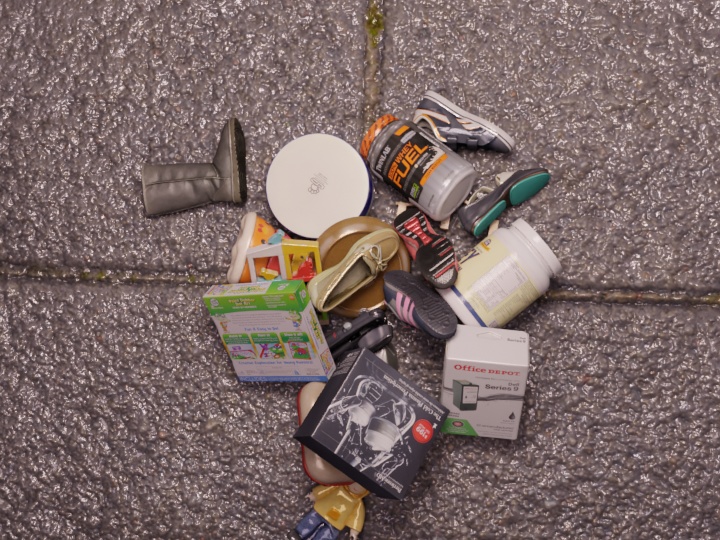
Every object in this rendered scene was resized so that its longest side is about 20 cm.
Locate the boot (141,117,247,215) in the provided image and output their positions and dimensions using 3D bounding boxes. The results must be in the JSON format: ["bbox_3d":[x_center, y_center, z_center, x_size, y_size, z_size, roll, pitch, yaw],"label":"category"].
[{"bbox_3d":[-0.325,-0.201,1.715,0.199,0.073,0.183,-2,85,12],"label":"boot"}]

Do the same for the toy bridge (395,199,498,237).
[{"bbox_3d":[0.164,-0.109,1.675,0.199,0.027,0.068,12,86,6],"label":"toy bridge"}]

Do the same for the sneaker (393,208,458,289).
[{"bbox_3d":[0.132,-0.030,1.600,0.074,0.087,0.200,-31,46,3],"label":"sneaker"}]

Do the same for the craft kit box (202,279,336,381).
[{"bbox_3d":[-0.165,0.114,1.609,0.199,0.049,0.198,-3,124,27],"label":"craft kit box"}]

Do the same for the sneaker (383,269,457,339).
[{"bbox_3d":[0.107,0.078,1.579,0.070,0.200,0.082,-14,126,-24],"label":"sneaker"}]

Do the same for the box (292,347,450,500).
[{"bbox_3d":[0.021,0.267,1.534,0.200,0.104,0.183,37,69,-12],"label":"box"}]

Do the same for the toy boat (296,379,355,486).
[{"bbox_3d":[-0.063,0.301,1.634,0.130,0.131,0.201,3,69,-27],"label":"toy boat"}]

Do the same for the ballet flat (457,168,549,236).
[{"bbox_3d":[0.260,-0.143,1.640,0.200,0.073,0.073,-37,84,-14],"label":"ballet flat"}]

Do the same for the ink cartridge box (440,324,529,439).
[{"bbox_3d":[0.217,0.201,1.571,0.145,0.084,0.201,4,131,6],"label":"ink cartridge box"}]

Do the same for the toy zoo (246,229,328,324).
[{"bbox_3d":[-0.132,0.017,1.600,0.130,0.021,0.201,-5,122,0],"label":"toy zoo"}]

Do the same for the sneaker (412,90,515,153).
[{"bbox_3d":[0.189,-0.256,1.656,0.199,0.078,0.080,31,86,17],"label":"sneaker"}]

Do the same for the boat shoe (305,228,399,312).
[{"bbox_3d":[-0.005,0.002,1.580,0.200,0.063,0.073,-34,126,-12],"label":"boat shoe"}]

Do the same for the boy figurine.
[{"bbox_3d":[-0.041,0.448,1.652,0.200,0.064,0.124,-46,81,4],"label":"boy figurine"}]

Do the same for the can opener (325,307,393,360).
[{"bbox_3d":[-0.031,0.131,1.649,0.199,0.079,0.063,-27,127,20],"label":"can opener"}]

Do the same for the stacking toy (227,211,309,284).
[{"bbox_3d":[-0.142,-0.018,1.670,0.199,0.146,0.147,15,89,-12],"label":"stacking toy"}]

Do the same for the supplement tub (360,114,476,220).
[{"bbox_3d":[0.103,-0.194,1.628,0.200,0.123,0.123,38,91,19],"label":"supplement tub"}]

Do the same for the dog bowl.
[{"bbox_3d":[-0.077,-0.156,1.676,0.199,0.079,0.201,0,87,6],"label":"dog bowl"}]

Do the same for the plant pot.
[{"bbox_3d":[0.000,0.000,1.645,0.199,0.028,0.201,-3,109,-10],"label":"plant pot"}]

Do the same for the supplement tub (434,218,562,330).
[{"bbox_3d":[0.249,0.016,1.601,0.200,0.145,0.145,-39,84,2],"label":"supplement tub"}]

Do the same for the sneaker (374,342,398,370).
[{"bbox_3d":[0.037,0.233,1.659,0.080,0.070,0.201,-13,83,21],"label":"sneaker"}]
